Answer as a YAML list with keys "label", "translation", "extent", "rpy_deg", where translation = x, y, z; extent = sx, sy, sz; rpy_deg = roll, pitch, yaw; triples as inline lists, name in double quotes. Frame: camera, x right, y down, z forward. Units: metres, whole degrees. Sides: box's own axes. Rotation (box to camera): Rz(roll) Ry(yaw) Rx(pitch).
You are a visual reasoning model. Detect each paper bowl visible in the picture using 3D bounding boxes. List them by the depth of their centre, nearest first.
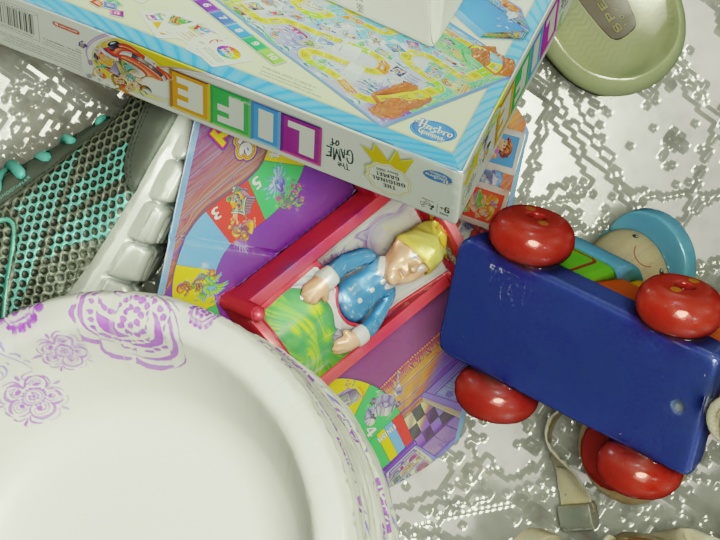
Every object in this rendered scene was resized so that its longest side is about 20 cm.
- label: "paper bowl"
  translation: [-0.082, 0.114, 1.076]
  extent: [0.199, 0.104, 0.202]
  rpy_deg: [-4, 78, 18]

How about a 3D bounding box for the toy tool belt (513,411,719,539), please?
- label: "toy tool belt"
  translation: [0.104, 0.152, 1.148]
  extent: [0.124, 0.123, 0.202]
  rpy_deg: [-6, 96, 32]

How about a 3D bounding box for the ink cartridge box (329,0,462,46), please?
- label: "ink cartridge box"
  translation: [-0.024, -0.195, 1.098]
  extent: [0.199, 0.084, 0.146]
  rpy_deg: [26, 65, 13]

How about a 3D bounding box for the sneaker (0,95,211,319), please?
- label: "sneaker"
  translation: [-0.121, -0.022, 1.161]
  extent: [0.091, 0.078, 0.201]
  rpy_deg: [28, 87, 1]

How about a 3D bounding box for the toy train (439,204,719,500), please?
- label: "toy train"
  translation: [0.140, 0.037, 1.125]
  extent: [0.199, 0.115, 0.085]
  rpy_deg: [26, 117, 31]

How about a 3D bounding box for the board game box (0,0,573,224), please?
- label: "board game box"
  translation: [-0.026, -0.112, 1.120]
  extent: [0.199, 0.034, 0.135]
  rpy_deg: [22, 58, 12]

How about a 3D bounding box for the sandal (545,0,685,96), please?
- label: "sandal"
  translation: [0.066, -0.161, 1.173]
  extent: [0.080, 0.057, 0.201]
  rpy_deg: [-39, 91, -3]

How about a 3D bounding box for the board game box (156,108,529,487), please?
- label: "board game box"
  translation: [0.000, 0.000, 1.150]
  extent: [0.157, 0.039, 0.201]
  rpy_deg: [9, 96, -33]
